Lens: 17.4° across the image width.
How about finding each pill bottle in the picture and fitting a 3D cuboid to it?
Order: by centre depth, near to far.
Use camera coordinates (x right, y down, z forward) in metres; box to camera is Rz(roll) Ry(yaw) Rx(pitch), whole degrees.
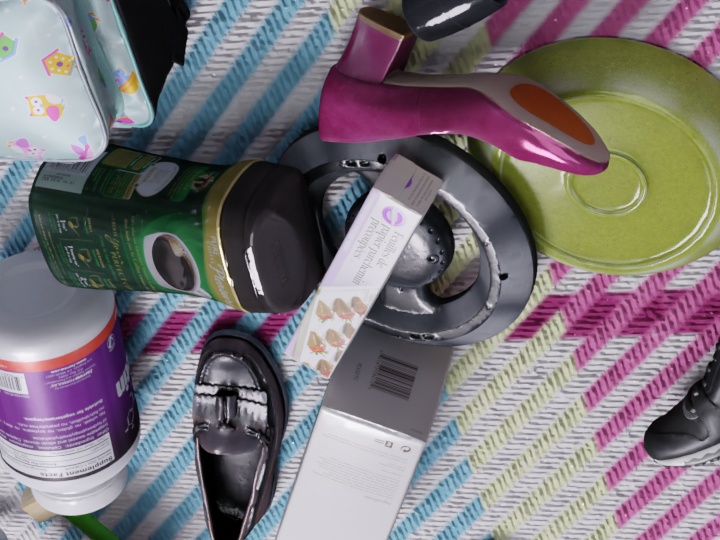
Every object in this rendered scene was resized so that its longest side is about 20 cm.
[{"bbox_3d":[-0.228,0.088,1.777,0.112,0.113,0.200,5,133,13],"label":"pill bottle"}]

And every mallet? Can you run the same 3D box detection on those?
[{"bbox_3d":[0.007,-0.226,1.479,0.200,0.041,0.066,44,131,-16],"label":"mallet"}]

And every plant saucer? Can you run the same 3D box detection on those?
[{"bbox_3d":[0.166,-0.066,1.573,0.200,0.031,0.200,9,133,10],"label":"plant saucer"}]

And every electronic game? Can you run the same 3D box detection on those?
[{"bbox_3d":[0.028,-0.024,1.638,0.200,0.042,0.200,16,136,16],"label":"electronic game"}]

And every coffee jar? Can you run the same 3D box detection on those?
[{"bbox_3d":[-0.124,-0.031,1.631,0.200,0.085,0.104,8,132,27],"label":"coffee jar"}]

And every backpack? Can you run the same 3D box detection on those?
[{"bbox_3d":[-0.234,-0.163,1.531,0.200,0.153,0.176,4,138,22],"label":"backpack"}]

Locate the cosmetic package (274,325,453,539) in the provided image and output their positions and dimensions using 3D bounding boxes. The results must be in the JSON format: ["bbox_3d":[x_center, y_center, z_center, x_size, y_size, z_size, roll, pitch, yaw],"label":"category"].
[{"bbox_3d":[-0.001,0.144,1.762,0.085,0.108,0.200,19,132,-1],"label":"cosmetic package"}]

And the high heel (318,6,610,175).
[{"bbox_3d":[0.063,-0.087,1.524,0.200,0.067,0.096,28,116,15],"label":"high heel"}]

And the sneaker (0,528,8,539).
[{"bbox_3d":[-0.369,0.248,2.002,0.200,0.073,0.071,-6,138,34],"label":"sneaker"}]

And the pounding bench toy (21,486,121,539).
[{"bbox_3d":[-0.203,0.272,1.937,0.124,0.200,0.156,-19,155,33],"label":"pounding bench toy"}]

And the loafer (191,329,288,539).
[{"bbox_3d":[-0.095,0.135,1.811,0.072,0.063,0.200,8,133,9],"label":"loafer"}]

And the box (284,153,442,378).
[{"bbox_3d":[0.000,0.000,1.617,0.039,0.041,0.200,30,140,1],"label":"box"}]

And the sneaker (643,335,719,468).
[{"bbox_3d":[0.271,0.065,1.644,0.200,0.076,0.088,-29,103,31],"label":"sneaker"}]
